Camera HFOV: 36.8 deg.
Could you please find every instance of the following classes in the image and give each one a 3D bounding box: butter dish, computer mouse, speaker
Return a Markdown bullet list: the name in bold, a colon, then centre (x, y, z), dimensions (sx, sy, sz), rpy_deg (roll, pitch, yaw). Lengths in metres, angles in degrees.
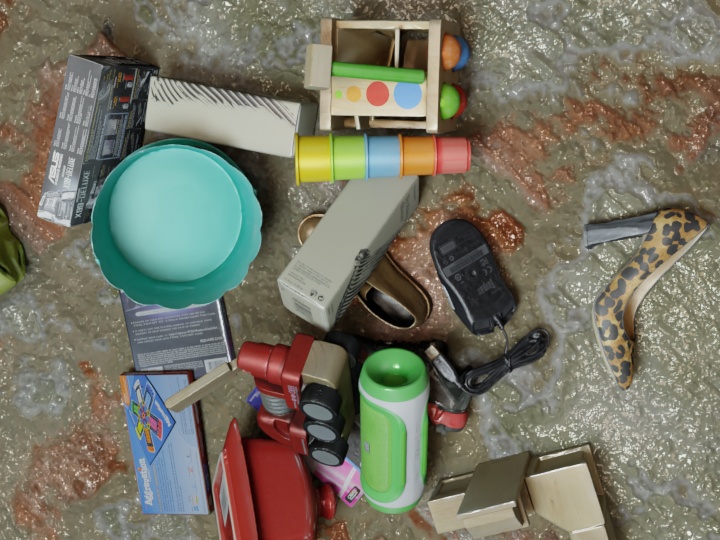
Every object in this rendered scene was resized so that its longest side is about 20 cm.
- **butter dish**: centre (-0.101, 0.299, 1.358), dimensions (0.146, 0.201, 0.201), rpy_deg (-6, 61, -16)
- **computer mouse**: centre (0.122, 0.049, 1.299), dimensions (0.140, 0.046, 0.201), rpy_deg (-35, 92, -14)
- **speaker**: centre (0.039, 0.192, 1.281), dimensions (0.087, 0.089, 0.202), rpy_deg (9, 126, 13)

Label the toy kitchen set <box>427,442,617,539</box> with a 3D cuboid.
- **toy kitchen set**: centre (0.196, 0.331, 1.283), dimensions (0.198, 0.163, 0.182), rpy_deg (-17, 94, 17)

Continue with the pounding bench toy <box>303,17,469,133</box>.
- **pounding bench toy**: centre (0.035, -0.219, 1.217), dimensions (0.154, 0.200, 0.126), rpy_deg (4, 100, 15)

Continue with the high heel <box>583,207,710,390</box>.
- **high heel**: centre (0.338, 0.032, 1.241), dimensions (0.141, 0.071, 0.203), rpy_deg (-9, 88, 23)

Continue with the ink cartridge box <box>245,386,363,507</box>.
- **ink cartridge box**: centre (-0.054, 0.203, 1.398), dimensions (0.200, 0.037, 0.095), rpy_deg (41, 107, 7)

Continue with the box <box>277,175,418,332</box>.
- **box**: centre (-0.012, -0.034, 1.264), dimensions (0.068, 0.082, 0.201), rpy_deg (31, 72, 15)

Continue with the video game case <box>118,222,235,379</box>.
- **video game case**: centre (-0.248, 0.046, 1.432), dimensions (0.141, 0.019, 0.202), rpy_deg (-9, 96, 16)

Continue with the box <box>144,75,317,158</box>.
- **box**: centre (-0.159, -0.190, 1.338), dimensions (0.198, 0.082, 0.069), rpy_deg (11, 101, 12)

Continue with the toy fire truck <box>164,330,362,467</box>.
- **toy fire truck**: centre (-0.108, 0.148, 1.267), dimensions (0.198, 0.130, 0.177), rpy_deg (13, 147, 12)

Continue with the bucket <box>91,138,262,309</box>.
- **bucket**: centre (-0.224, -0.061, 1.316), dimensions (0.205, 0.135, 0.210), rpy_deg (-2, 100, -11)

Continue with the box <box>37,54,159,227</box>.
- **box**: centre (-0.323, -0.163, 1.346), dimensions (0.049, 0.158, 0.202), rpy_deg (18, 104, 11)

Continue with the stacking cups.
- **stacking cups**: centre (0.025, -0.125, 1.221), dimensions (0.197, 0.061, 0.061), rpy_deg (0, 100, 0)

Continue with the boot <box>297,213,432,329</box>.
- **boot**: centre (0.000, 0.000, 1.329), dimensions (0.199, 0.075, 0.074), rpy_deg (38, 108, 8)

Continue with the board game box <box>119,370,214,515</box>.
- **board game box**: centre (-0.260, 0.233, 1.456), dimensions (0.102, 0.019, 0.202), rpy_deg (-3, 104, 14)

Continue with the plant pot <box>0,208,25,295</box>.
- **plant pot**: centre (-0.555, -0.007, 1.432), dimensions (0.183, 0.200, 0.202), rpy_deg (-25, 92, 5)

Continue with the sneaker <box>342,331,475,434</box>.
- **sneaker**: centre (0.055, 0.115, 1.335), dimensions (0.199, 0.071, 0.099), rpy_deg (28, 105, 7)
